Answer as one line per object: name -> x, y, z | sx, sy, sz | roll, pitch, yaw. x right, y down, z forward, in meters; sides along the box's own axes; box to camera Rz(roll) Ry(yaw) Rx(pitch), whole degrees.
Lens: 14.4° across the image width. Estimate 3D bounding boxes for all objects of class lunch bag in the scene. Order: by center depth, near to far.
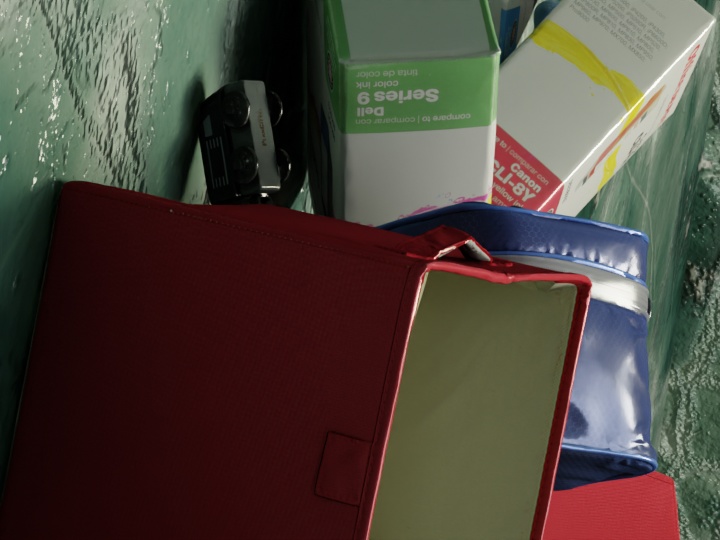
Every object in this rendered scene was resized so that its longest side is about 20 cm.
lunch bag -> 0.046, 0.037, 1.390 | 0.135, 0.199, 0.133 | 13, 72, -37

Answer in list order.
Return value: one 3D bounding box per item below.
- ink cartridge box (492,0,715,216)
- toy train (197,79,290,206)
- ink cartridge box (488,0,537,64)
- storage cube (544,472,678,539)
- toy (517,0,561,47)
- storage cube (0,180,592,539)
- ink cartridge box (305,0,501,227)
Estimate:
ink cartridge box -> 0.118, -0.087, 1.765 | 0.200, 0.083, 0.145 | -47, 170, -19
toy train -> -0.049, 0.010, 1.354 | 0.034, 0.046, 0.202 | 1, 77, -49
ink cartridge box -> 0.087, -0.225, 1.810 | 0.201, 0.067, 0.117 | -64, 163, -46
storage cube -> 0.080, 0.217, 1.723 | 0.171, 0.199, 0.181 | -55, -155, 40
toy -> 0.078, -0.116, 1.861 | 0.200, 0.047, 0.115 | -46, 168, -19
storage cube -> -0.029, 0.069, 1.220 | 0.171, 0.179, 0.202 | 4, 99, -61
ink cartridge box -> 0.020, -0.077, 1.496 | 0.146, 0.087, 0.201 | -100, -174, -47
